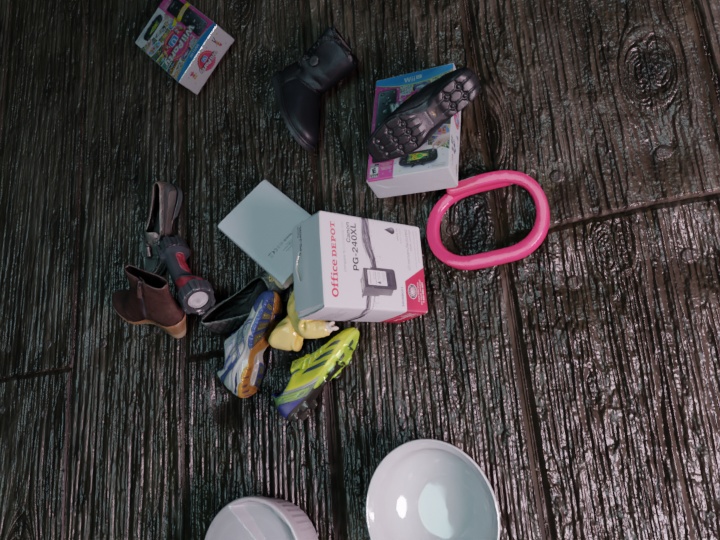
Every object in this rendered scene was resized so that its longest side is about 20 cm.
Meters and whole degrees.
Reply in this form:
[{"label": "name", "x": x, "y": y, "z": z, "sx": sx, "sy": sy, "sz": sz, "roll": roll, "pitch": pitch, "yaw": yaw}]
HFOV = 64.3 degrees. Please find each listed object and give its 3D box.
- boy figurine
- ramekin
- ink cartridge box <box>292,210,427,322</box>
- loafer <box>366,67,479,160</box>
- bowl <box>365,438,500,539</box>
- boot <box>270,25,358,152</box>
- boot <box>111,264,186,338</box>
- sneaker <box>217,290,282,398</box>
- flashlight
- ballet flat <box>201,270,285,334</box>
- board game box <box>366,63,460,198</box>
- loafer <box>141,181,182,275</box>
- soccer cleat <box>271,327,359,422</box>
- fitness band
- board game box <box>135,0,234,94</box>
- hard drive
[{"label": "boy figurine", "x": -0.079, "y": 0.070, "z": 0.991, "sx": 0.201, "sy": 0.064, "sz": 0.125, "roll": -49, "pitch": 50, "yaw": 12}, {"label": "ramekin", "x": -0.154, "y": 0.470, "z": 0.933, "sx": 0.199, "sy": 0.094, "sz": 0.206, "roll": -6, "pitch": 76, "yaw": 26}, {"label": "ink cartridge box", "x": 0.000, "y": 0.000, "z": 0.894, "sx": 0.083, "sy": 0.197, "sz": 0.148, "roll": -22, "pitch": 68, "yaw": 51}, {"label": "loafer", "x": 0.096, "y": -0.243, "z": 0.897, "sx": 0.199, "sy": 0.071, "sz": 0.068, "roll": -34, "pitch": 111, "yaw": 17}, {"label": "bowl", "x": 0.112, "y": 0.348, "z": 0.829, "sx": 0.198, "sy": 0.090, "sz": 0.205, "roll": -6, "pitch": 76, "yaw": 24}, {"label": "boot", "x": -0.077, "y": -0.348, "z": 1.083, "sx": 0.167, "sy": 0.076, "sz": 0.203, "roll": -32, "pitch": 61, "yaw": 21}, {"label": "boot", "x": -0.430, "y": 0.043, "z": 1.124, "sx": 0.197, "sy": 0.168, "sz": 0.073, "roll": 22, "pitch": 52, "yaw": 20}, {"label": "sneaker", "x": -0.210, "y": 0.125, "z": 1.043, "sx": 0.087, "sy": 0.075, "sz": 0.203, "roll": 22, "pitch": 94, "yaw": 32}, {"label": "flashlight", "x": -0.343, "y": 0.002, "z": 1.128, "sx": 0.068, "sy": 0.068, "sz": 0.201, "roll": -41, "pitch": 46, "yaw": 3}, {"label": "ballet flat", "x": -0.213, "y": 0.059, "z": 1.074, "sx": 0.199, "sy": 0.057, "sz": 0.067, "roll": -37, "pitch": 66, "yaw": 15}, {"label": "board game box", "x": 0.092, "y": -0.233, "z": 0.964, "sx": 0.145, "sy": 0.064, "sz": 0.204, "roll": -5, "pitch": 65, "yaw": 25}, {"label": "loafer", "x": -0.435, "y": -0.090, "z": 1.213, "sx": 0.071, "sy": 0.063, "sz": 0.204, "roll": 6, "pitch": 82, "yaw": 27}, {"label": "soccer cleat", "x": -0.080, "y": 0.167, "z": 0.979, "sx": 0.084, "sy": 0.065, "sz": 0.201, "roll": 42, "pitch": 100, "yaw": 25}, {"label": "fitness band", "x": 0.199, "y": -0.079, "z": 0.913, "sx": 0.197, "sy": 0.037, "sz": 0.146, "roll": -13, "pitch": 76, "yaw": 25}, {"label": "board game box", "x": -0.394, "y": -0.512, "z": 1.278, "sx": 0.200, "sy": 0.064, "sz": 0.148, "roll": 42, "pitch": 99, "yaw": 26}, {"label": "hard drive", "x": -0.160, "y": -0.073, "z": 1.073, "sx": 0.199, "sy": 0.027, "sz": 0.132, "roll": 38, "pitch": 77, "yaw": 27}]
